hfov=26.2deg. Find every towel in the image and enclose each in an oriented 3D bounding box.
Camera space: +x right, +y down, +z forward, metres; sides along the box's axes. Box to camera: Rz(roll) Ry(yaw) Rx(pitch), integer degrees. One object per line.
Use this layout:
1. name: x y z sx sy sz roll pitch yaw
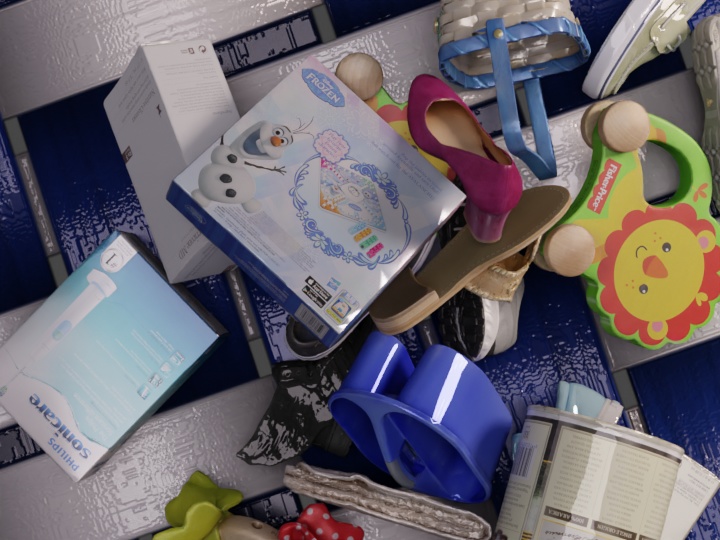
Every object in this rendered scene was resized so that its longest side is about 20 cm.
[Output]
1. towel: 0.025 0.218 1.453 0.198 0.133 0.035 17 82 3

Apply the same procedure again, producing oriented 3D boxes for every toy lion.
1. toy lion: 0.002 -0.100 1.506 0.199 0.069 0.192 -36 94 2
2. toy lion: 0.270 -0.036 1.463 0.190 0.069 0.202 24 89 -14

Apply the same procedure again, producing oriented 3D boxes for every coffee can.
1. coffee can: 0.191 0.235 1.362 0.145 0.146 0.202 16 83 4

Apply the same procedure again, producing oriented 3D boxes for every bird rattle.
1. bird rattle: -0.101 0.280 1.480 0.198 0.113 0.164 15 120 1

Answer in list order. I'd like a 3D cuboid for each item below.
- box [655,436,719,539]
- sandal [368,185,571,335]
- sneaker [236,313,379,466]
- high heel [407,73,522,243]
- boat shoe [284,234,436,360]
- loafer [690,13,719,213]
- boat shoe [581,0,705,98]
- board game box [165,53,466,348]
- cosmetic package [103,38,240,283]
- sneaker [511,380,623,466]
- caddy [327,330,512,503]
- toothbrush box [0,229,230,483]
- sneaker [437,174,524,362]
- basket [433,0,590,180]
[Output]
1. box: 0.255 0.260 1.463 0.068 0.082 0.201 34 89 4
2. sandal: 0.110 0.005 1.411 0.211 0.078 0.070 -33 123 -3
3. sneaker: -0.040 0.103 1.496 0.103 0.060 0.202 18 89 4
4. high heel: 0.096 -0.128 1.392 0.067 0.097 0.201 -13 55 -20
5. boat shoe: 0.000 0.000 1.448 0.200 0.066 0.070 -45 81 -4
6. loafer: 0.364 -0.145 1.475 0.069 0.070 0.202 -8 97 -13
7. boat shoe: 0.288 -0.242 1.483 0.062 0.072 0.201 36 88 6
8. board game box: -0.038 -0.066 1.397 0.200 0.043 0.199 43 60 3
9. cosmetic package: -0.161 -0.103 1.460 0.081 0.113 0.202 -10 70 -34
10. sneaker: 0.170 0.198 1.480 0.081 0.074 0.201 30 82 13
11. caddy: 0.054 0.146 1.419 0.140 0.200 0.106 12 63 33
12. toothbrush box: -0.248 0.082 1.498 0.146 0.085 0.200 44 90 3
13. sneaker: 0.122 -0.015 1.484 0.074 0.079 0.202 10 99 46
14. basket: 0.146 -0.193 1.446 0.138 0.176 0.202 -15 77 14
